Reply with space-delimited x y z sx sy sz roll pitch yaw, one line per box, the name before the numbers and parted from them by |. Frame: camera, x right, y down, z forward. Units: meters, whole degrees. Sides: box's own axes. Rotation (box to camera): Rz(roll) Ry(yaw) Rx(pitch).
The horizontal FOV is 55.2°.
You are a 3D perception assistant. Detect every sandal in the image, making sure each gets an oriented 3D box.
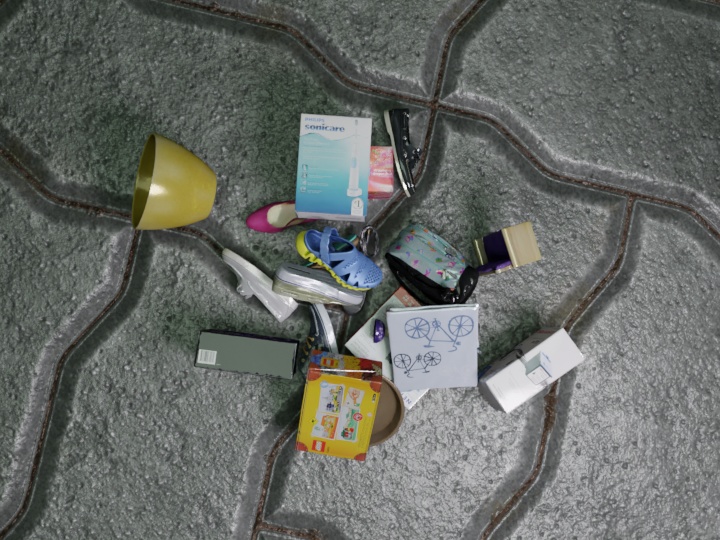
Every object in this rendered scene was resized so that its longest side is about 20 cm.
sandal | -0.034 -0.027 1.415 0.199 0.087 0.080 29 55 -21

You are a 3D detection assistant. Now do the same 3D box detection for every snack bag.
snack bag | 0.154 0.162 1.422 0.187 0.021 0.201 -5 114 4

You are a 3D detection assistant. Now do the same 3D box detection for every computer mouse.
computer mouse | 0.000 0.000 1.499 0.058 0.034 0.202 16 97 0

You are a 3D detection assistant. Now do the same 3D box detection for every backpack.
backpack | 0.152 -0.006 1.471 0.199 0.167 0.127 36 76 13

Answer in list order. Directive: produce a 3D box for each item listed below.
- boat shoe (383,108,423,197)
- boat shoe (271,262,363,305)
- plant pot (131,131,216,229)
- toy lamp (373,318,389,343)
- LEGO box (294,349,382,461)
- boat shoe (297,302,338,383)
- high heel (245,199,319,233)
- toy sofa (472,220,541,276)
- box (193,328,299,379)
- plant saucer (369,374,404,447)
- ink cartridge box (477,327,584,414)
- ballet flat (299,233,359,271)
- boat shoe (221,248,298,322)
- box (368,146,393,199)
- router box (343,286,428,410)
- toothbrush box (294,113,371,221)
boat shoe | 0.104 -0.264 1.514 0.066 0.075 0.201 -14 78 8
boat shoe | -0.091 0.038 1.444 0.199 0.072 0.062 19 116 -20
plant pot | -0.384 -0.172 1.440 0.141 0.200 0.202 11 86 -28
toy lamp | 0.128 0.133 1.450 0.198 0.058 0.059 6 86 -3
LEGO box | -0.045 0.276 1.399 0.148 0.077 0.201 10 114 -2
boat shoe | -0.099 0.163 1.476 0.090 0.071 0.202 -16 90 -10
high heel | -0.151 -0.122 1.480 0.198 0.096 0.068 -4 87 -3
toy sofa | 0.289 -0.041 1.448 0.097 0.200 0.083 -16 88 -9
box | -0.232 0.172 1.436 0.198 0.141 0.080 8 84 -3
plant saucer | -0.005 0.288 1.460 0.198 0.030 0.202 1 115 3
ink cartridge box | 0.352 0.209 1.462 0.199 0.146 0.086 -35 87 -5
ballet flat | -0.079 -0.003 1.492 0.199 0.068 0.073 -31 104 -14
boat shoe | -0.229 0.034 1.486 0.200 0.072 0.069 40 85 -9
box | -0.030 -0.212 1.492 0.198 0.095 0.104 1 86 -3
router box | 0.095 0.168 1.499 0.200 0.049 0.180 44 85 0
toothbrush box | -0.055 -0.207 1.400 0.145 0.085 0.202 3 86 -2
